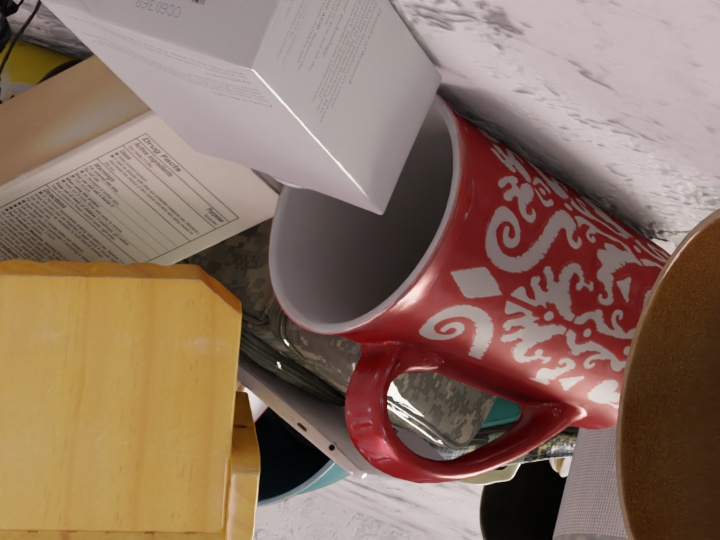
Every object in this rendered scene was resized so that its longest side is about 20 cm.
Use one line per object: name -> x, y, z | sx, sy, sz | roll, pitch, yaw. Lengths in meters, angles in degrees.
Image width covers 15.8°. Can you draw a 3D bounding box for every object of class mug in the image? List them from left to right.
mug -> 0.059, 0.020, 1.348 | 0.200, 0.178, 0.133 | 25, -174, -39

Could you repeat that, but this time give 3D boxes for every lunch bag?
lunch bag -> -0.008, 0.004, 1.511 | 0.167, 0.140, 0.200 | 23, 173, 28

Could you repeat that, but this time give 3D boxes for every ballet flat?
ballet flat -> 0.118, 0.112, 1.784 | 0.199, 0.075, 0.074 | -4, 174, -8

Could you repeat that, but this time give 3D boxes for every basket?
basket -> 0.226, 0.209, 2.112 | 0.200, 0.136, 0.180 | 24, 166, -28

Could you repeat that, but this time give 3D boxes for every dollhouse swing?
dollhouse swing -> -0.158, 0.058, 1.439 | 0.199, 0.177, 0.182 | 1, -164, -6

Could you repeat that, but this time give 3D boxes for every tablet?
tablet -> -0.014, 0.086, 1.586 | 0.130, 0.014, 0.200 | 39, -172, 18

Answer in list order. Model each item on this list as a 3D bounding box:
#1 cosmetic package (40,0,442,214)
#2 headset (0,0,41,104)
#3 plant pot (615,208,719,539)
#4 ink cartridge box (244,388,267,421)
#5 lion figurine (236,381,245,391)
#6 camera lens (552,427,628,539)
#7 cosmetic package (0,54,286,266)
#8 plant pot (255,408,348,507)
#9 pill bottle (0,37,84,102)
cosmetic package -> -0.048, -0.104, 1.173 | 0.113, 0.081, 0.200 | 20, 171, 20
headset -> -0.176, -0.069, 1.454 | 0.123, 0.094, 0.201 | -12, 122, 3
plant pot -> 0.252, 0.079, 1.239 | 0.199, 0.187, 0.186 | 12, 175, -21
ink cartridge box -> -0.140, 0.020, 1.699 | 0.200, 0.145, 0.084 | 42, 180, 20
lion figurine -> -0.108, 0.024, 1.616 | 0.122, 0.201, 0.072 | -13, -177, 4
camera lens -> 0.206, 0.170, 1.668 | 0.159, 0.201, 0.160 | 14, 166, 4
cosmetic package -> -0.142, -0.049, 1.385 | 0.199, 0.071, 0.105 | -23, 134, 25
plant pot -> -0.047, 0.064, 1.816 | 0.199, 0.201, 0.188 | 19, -176, 23
pill bottle -> -0.245, -0.094, 1.596 | 0.199, 0.112, 0.112 | 18, 169, 27
